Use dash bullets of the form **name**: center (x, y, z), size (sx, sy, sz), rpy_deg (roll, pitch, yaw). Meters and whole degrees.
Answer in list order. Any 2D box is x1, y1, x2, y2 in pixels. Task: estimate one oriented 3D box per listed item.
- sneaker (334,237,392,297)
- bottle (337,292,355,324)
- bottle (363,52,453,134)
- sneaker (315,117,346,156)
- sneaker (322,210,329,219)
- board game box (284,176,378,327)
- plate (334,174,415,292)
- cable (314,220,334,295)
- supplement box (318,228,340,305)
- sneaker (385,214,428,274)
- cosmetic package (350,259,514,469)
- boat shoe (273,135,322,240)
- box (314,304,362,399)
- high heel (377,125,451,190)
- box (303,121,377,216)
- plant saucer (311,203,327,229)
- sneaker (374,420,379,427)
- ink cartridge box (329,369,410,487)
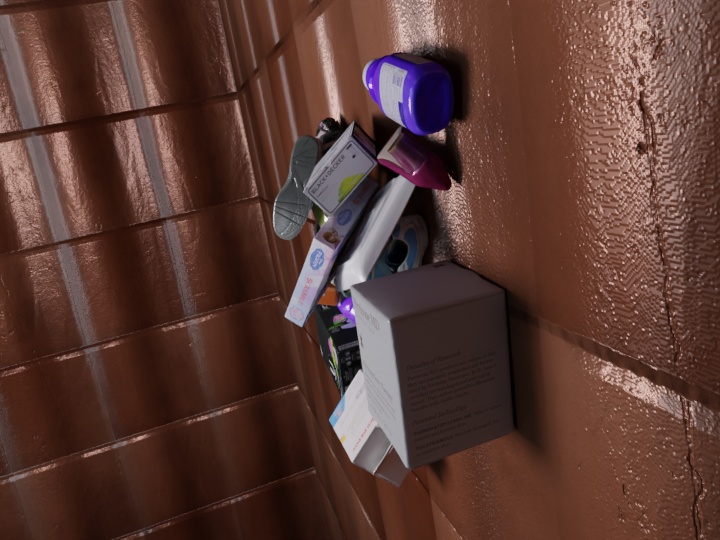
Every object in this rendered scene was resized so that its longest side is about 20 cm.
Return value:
- **sneaker**: center (0.012, 0.040, 1.130), size (0.080, 0.127, 0.205), rpy_deg (-126, 26, -50)
- **bottle**: center (-0.012, 0.066, 1.337), size (0.065, 0.084, 0.200), rpy_deg (42, -176, -36)
- **bottle**: center (0.057, -0.246, 0.804), size (0.201, 0.063, 0.086), rpy_deg (-127, 28, -58)
- **sneaker**: center (-0.063, -0.279, 1.249), size (0.199, 0.078, 0.090), rpy_deg (-175, 83, -69)
- **sneaker**: center (-0.036, -0.148, 1.161), size (0.078, 0.087, 0.201), rpy_deg (56, -169, -12)
- **board game box**: center (-0.050, -0.035, 1.041), size (0.202, 0.040, 0.202), rpy_deg (-60, -3, -45)
- **plate**: center (0.018, -0.065, 0.957), size (0.204, 0.032, 0.199), rpy_deg (-62, 10, -11)
- **cable**: center (-0.079, -0.032, 1.295), size (0.050, 0.096, 0.203), rpy_deg (41, -156, -37)
- **supplement box**: center (-0.068, -0.027, 1.345), size (0.067, 0.066, 0.205), rpy_deg (85, -167, -56)
- **sneaker**: center (0.072, 0.000, 0.984), size (0.072, 0.070, 0.205), rpy_deg (-124, 24, -49)
- **cosmetic package**: center (0.095, 0.117, 0.816), size (0.167, 0.161, 0.207), rpy_deg (-144, 43, -67)
- **boat shoe**: center (-0.118, -0.161, 1.175), size (0.065, 0.072, 0.209), rpy_deg (-27, -47, -72)
- **box**: center (-0.020, 0.175, 1.385), size (0.201, 0.120, 0.153), rpy_deg (-125, 25, -56)
- **high heel**: center (0.078, -0.156, 0.872), size (0.095, 0.068, 0.201), rpy_deg (39, -166, -10)
- **box**: center (-0.029, -0.175, 0.995), size (0.060, 0.117, 0.201), rpy_deg (40, -165, -12)
- **plant saucer**: center (-0.055, -0.101, 1.262), size (0.202, 0.030, 0.201), rpy_deg (56, -166, -21)
- **sneaker**: center (0.097, 0.190, 1.042), size (0.077, 0.107, 0.207), rpy_deg (-95, 17, -77)
- **ink cartridge box**: center (0.041, 0.314, 1.182), size (0.124, 0.131, 0.200), rpy_deg (33, -178, -23)
